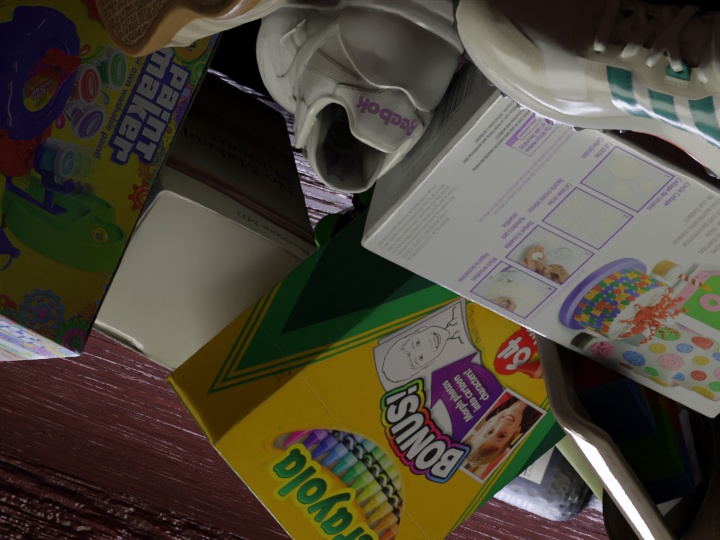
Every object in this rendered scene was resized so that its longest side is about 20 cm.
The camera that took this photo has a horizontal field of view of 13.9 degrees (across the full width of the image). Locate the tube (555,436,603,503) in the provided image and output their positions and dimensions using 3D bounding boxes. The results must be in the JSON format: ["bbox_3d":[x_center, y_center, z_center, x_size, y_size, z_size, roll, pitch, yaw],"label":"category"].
[{"bbox_3d":[0.127,0.076,1.735,0.052,0.058,0.200,19,-162,-43],"label":"tube"}]

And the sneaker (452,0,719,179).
[{"bbox_3d":[0.138,-0.088,1.194,0.199,0.071,0.093,26,150,-7],"label":"sneaker"}]

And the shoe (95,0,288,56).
[{"bbox_3d":[-0.065,-0.144,1.333,0.053,0.070,0.200,-19,-179,-25],"label":"shoe"}]

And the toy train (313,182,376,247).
[{"bbox_3d":[0.000,0.000,1.524,0.056,0.201,0.042,18,-158,-20],"label":"toy train"}]

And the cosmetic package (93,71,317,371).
[{"bbox_3d":[-0.091,-0.031,1.554,0.103,0.087,0.200,28,-160,-21],"label":"cosmetic package"}]

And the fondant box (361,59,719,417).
[{"bbox_3d":[0.121,-0.025,1.348,0.199,0.058,0.144,27,141,-14],"label":"fondant box"}]

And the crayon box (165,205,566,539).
[{"bbox_3d":[0.016,0.064,1.511,0.058,0.172,0.200,47,175,37],"label":"crayon box"}]

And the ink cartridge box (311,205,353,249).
[{"bbox_3d":[-0.018,0.019,1.668,0.200,0.116,0.068,-134,20,-78],"label":"ink cartridge box"}]

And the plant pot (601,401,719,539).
[{"bbox_3d":[0.236,0.138,1.609,0.199,0.188,0.187,21,170,-30],"label":"plant pot"}]

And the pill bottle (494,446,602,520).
[{"bbox_3d":[0.104,0.093,1.897,0.199,0.112,0.112,22,168,4],"label":"pill bottle"}]

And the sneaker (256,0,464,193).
[{"bbox_3d":[-0.013,-0.084,1.370,0.075,0.100,0.200,25,169,-14],"label":"sneaker"}]

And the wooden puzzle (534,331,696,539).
[{"bbox_3d":[0.123,0.033,1.494,0.046,0.201,0.185,-22,147,11],"label":"wooden puzzle"}]

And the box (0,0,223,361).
[{"bbox_3d":[-0.180,-0.069,1.497,0.122,0.201,0.192,28,166,-20],"label":"box"}]
